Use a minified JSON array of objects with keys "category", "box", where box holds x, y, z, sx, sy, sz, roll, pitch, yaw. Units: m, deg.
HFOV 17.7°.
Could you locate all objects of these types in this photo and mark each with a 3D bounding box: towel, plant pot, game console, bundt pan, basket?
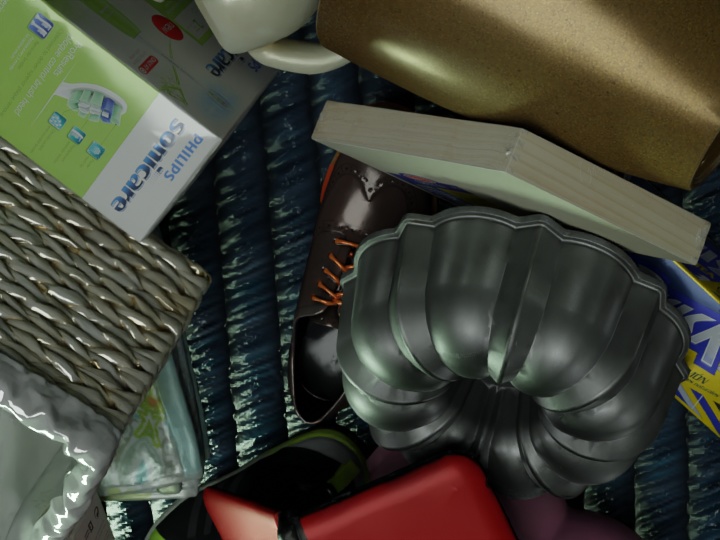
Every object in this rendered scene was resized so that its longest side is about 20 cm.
[{"category":"towel","box":[-0.191,0.055,1.437,0.171,0.048,0.200,-5,111,15]},{"category":"plant pot","box":[0.111,-0.133,1.164,0.200,0.186,0.186,37,117,13]},{"category":"game console","box":[0.023,0.196,1.340,0.172,0.119,0.200,-24,109,6]},{"category":"bundt pan","box":[0.077,0.057,1.267,0.202,0.076,0.202,11,142,9]},{"category":"basket","box":[-0.214,0.049,1.296,0.200,0.161,0.198,34,139,-1]}]

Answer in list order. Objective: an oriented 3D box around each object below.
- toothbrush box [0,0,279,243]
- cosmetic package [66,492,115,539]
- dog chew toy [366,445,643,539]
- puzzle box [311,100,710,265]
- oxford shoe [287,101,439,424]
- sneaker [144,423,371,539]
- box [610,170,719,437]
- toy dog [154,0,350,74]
[{"category":"toothbrush box","box":[-0.159,-0.129,1.296,0.200,0.146,0.086,39,115,-4]},{"category":"cosmetic package","box":[-0.198,0.237,1.470,0.108,0.085,0.200,-3,125,20]},{"category":"dog chew toy","box":[0.086,0.170,1.383,0.200,0.125,0.125,41,116,3]},{"category":"puzzle box","box":[0.076,-0.049,1.234,0.133,0.200,0.025,23,86,-31]},{"category":"oxford shoe","box":[0.000,0.000,1.352,0.071,0.073,0.200,14,115,7]},{"category":"sneaker","box":[-0.076,0.164,1.435,0.072,0.083,0.200,46,115,-7]},{"category":"box","box":[0.197,0.033,1.320,0.200,0.070,0.064,41,116,-6]},{"category":"toy dog","box":[-0.028,-0.215,1.232,0.200,0.140,0.194,-36,95,20]}]
